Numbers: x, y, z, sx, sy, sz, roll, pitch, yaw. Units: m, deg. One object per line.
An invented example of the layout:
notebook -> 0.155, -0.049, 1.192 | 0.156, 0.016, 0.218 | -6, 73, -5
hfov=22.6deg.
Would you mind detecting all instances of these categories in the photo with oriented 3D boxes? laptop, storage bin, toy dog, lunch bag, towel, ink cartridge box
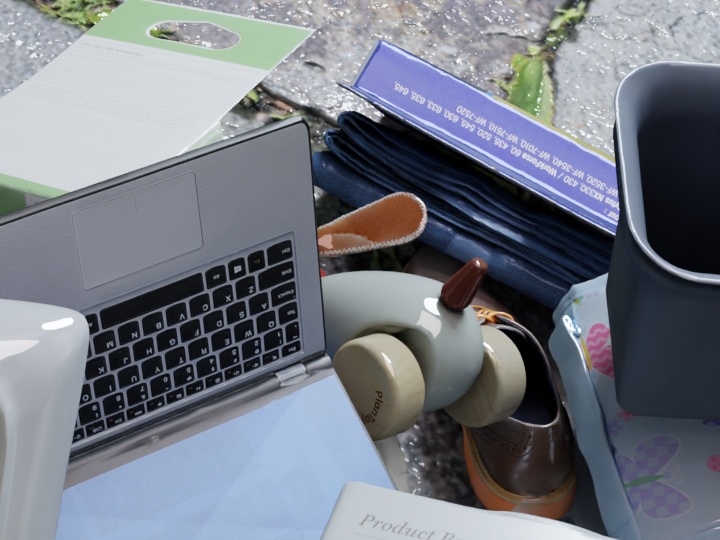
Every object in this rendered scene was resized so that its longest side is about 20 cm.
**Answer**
laptop -> -0.070, 0.070, 0.753 | 0.186, 0.201, 0.116 | -21, 37, -25
storage bin -> 0.201, -0.006, 0.825 | 0.198, 0.135, 0.146 | 4, 51, -5
toy dog -> 0.000, 0.000, 0.899 | 0.199, 0.097, 0.132 | 31, 28, 16
lunch bag -> 0.197, 0.091, 0.921 | 0.198, 0.127, 0.171 | 6, 48, -25
towel -> 0.069, -0.032, 1.049 | 0.199, 0.049, 0.112 | 27, 8, 8
ink cartridge box -> -0.132, -0.082, 1.017 | 0.145, 0.048, 0.200 | 14, 40, 30
ink cartridge box -> 0.093, -0.070, 1.046 | 0.197, 0.047, 0.200 | 29, 2, 7

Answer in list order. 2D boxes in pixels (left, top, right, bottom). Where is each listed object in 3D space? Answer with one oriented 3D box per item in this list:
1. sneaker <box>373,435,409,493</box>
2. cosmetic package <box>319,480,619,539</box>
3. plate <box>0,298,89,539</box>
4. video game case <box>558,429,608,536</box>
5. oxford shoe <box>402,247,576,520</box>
sneaker -> -0.069, 0.071, 0.913 | 0.111, 0.077, 0.200 | -15, 51, -37
cosmetic package -> 0.043, 0.217, 0.670 | 0.166, 0.167, 0.201 | 11, 42, 16
plate -> -0.213, 0.102, 0.681 | 0.198, 0.201, 0.032 | 9, 3, -12
video game case -> 0.213, 0.150, 0.979 | 0.198, 0.022, 0.183 | -8, 52, -26
oxford shoe -> 0.071, 0.042, 0.981 | 0.071, 0.073, 0.201 | -11, 42, -15
